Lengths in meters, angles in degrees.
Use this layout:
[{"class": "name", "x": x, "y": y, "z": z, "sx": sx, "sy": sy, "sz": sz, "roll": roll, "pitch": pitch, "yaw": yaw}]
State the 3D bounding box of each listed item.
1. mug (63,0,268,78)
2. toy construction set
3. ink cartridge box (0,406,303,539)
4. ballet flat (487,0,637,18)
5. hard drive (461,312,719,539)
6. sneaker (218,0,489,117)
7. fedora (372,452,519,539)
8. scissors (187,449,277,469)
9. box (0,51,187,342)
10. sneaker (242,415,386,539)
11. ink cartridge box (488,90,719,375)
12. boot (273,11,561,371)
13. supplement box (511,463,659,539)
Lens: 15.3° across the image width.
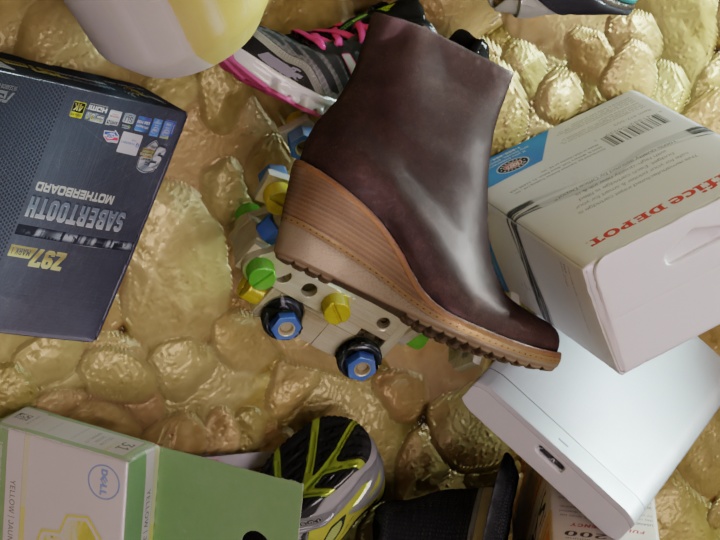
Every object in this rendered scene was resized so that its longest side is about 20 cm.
[{"class": "mug", "x": -0.109, "y": -0.192, "z": 1.541, "sx": 0.149, "sy": 0.186, "sz": 0.153, "roll": -45, "pitch": 131, "yaw": -28}, {"class": "toy construction set", "x": 0.000, "y": 0.000, "z": 1.694, "sx": 0.200, "sy": 0.092, "sz": 0.131, "roll": 35, "pitch": 113, "yaw": -14}, {"class": "ink cartridge box", "x": -0.139, "y": 0.178, "z": 1.660, "sx": 0.048, "sy": 0.200, "sz": 0.146, "roll": -26, "pitch": 126, "yaw": -59}, {"class": "ballet flat", "x": 0.088, "y": -0.203, "z": 1.687, "sx": 0.200, "sy": 0.073, "sz": 0.073, "roll": 29, "pitch": 95, "yaw": -36}, {"class": "hard drive", "x": 0.159, "y": 0.076, "z": 1.730, "sx": 0.132, "sy": 0.200, "sz": 0.027, "roll": 42, "pitch": 126, "yaw": 3}, {"class": "sneaker", "x": 0.000, "y": -0.135, "z": 1.666, "sx": 0.200, "sy": 0.074, "sz": 0.088, "roll": 15, "pitch": 98, "yaw": -29}, {"class": "fedora", "x": 0.046, "y": 0.206, "z": 1.773, "sx": 0.091, "sy": 0.201, "sz": 0.201, "roll": 11, "pitch": 107, "yaw": 5}, {"class": "scissors", "x": -0.109, "y": 0.124, "z": 1.744, "sx": 0.200, "sy": 0.014, "sz": 0.073, "roll": -19, "pitch": 116, "yaw": -16}, {"class": "box", "x": -0.204, "y": -0.044, "z": 1.573, "sx": 0.200, "sy": 0.051, "sz": 0.158, "roll": 11, "pitch": 106, "yaw": -54}, {"class": "sneaker", "x": -0.063, "y": 0.182, "z": 1.755, "sx": 0.200, "sy": 0.075, "sz": 0.076, "roll": -36, "pitch": 140, "yaw": 2}, {"class": "ink cartridge box", "x": 0.169, "y": -0.029, "z": 1.703, "sx": 0.146, "sy": 0.200, "sz": 0.086, "roll": -26, "pitch": 117, "yaw": -13}, {"class": "boot", "x": 0.060, "y": -0.045, "z": 1.615, "sx": 0.200, "sy": 0.072, "sz": 0.167, "roll": 27, "pitch": 83, "yaw": -11}, {"class": "supplement box", "x": 0.144, "y": 0.177, "z": 1.753, "sx": 0.073, "sy": 0.200, "sz": 0.126, "roll": 8, "pitch": 120, "yaw": -3}]
